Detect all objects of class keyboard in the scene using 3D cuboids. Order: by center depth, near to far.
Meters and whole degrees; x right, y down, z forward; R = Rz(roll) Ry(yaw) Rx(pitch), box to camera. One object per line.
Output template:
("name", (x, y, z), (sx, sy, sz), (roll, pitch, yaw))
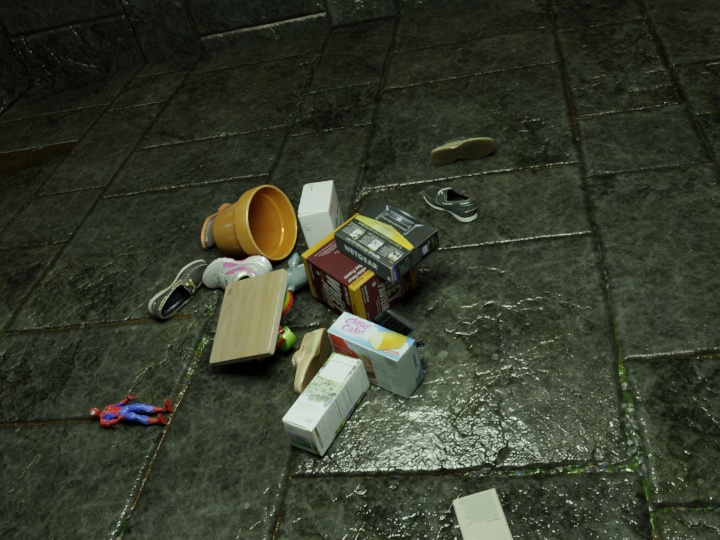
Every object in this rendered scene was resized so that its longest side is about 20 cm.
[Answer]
("keyboard", (0.079, 0.139, 1.533), (0.125, 0.200, 0.021), (30, 70, -3))

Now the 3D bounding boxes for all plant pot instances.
("plant pot", (-0.305, -0.117, 1.996), (0.180, 0.202, 0.202), (-9, 34, 36))

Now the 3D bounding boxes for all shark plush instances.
("shark plush", (-0.187, 0.034, 1.820), (0.197, 0.092, 0.083), (-28, 27, -9))

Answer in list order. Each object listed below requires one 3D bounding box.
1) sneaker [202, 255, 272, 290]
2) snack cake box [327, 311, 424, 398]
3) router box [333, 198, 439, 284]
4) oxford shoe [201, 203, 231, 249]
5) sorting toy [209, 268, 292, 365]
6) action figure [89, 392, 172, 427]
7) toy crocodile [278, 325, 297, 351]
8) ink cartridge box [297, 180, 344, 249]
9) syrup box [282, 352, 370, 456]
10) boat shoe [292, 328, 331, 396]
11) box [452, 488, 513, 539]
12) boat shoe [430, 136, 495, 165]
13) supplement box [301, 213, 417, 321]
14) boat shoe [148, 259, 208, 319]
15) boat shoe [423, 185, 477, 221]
("sneaker", (-0.333, 0.020, 1.906), (0.195, 0.082, 0.089), (-10, 41, 18))
("snack cake box", (0.031, 0.178, 1.534), (0.197, 0.117, 0.067), (19, 50, 37))
("router box", (0.059, -0.071, 1.664), (0.156, 0.053, 0.199), (-37, 48, -24))
("oxford shoe", (-0.407, -0.134, 2.142), (0.071, 0.072, 0.202), (6, 42, 20))
("sorting toy", (-0.241, 0.119, 1.669), (0.196, 0.069, 0.204), (-14, 56, 37))
("action figure", (-0.526, 0.319, 1.631), (0.195, 0.052, 0.066), (-7, 41, 17))
("toy crocodile", (-0.216, 0.136, 1.728), (0.067, 0.063, 0.199), (-30, 38, -19))
("ink cartridge box", (-0.091, -0.108, 1.873), (0.082, 0.203, 0.146), (-8, 37, 10))
("syrup box", (-0.067, 0.271, 1.482), (0.077, 0.083, 0.201), (9, 44, 33))
("boat shoe", (-0.116, 0.208, 1.599), (0.063, 0.073, 0.201), (-9, 29, 19))
("box", (0.211, 0.457, 1.149), (0.080, 0.069, 0.202), (-15, 37, 2))
("boat shoe", (0.304, -0.371, 2.164), (0.195, 0.074, 0.066), (-8, 42, 12))
("supplement box", (0.000, 0.000, 1.744), (0.196, 0.135, 0.198), (-37, 46, -25))
("boat shoe", (-0.473, 0.054, 1.928), (0.060, 0.072, 0.201), (21, 58, 43))
("boat shoe", (0.244, -0.200, 1.976), (0.071, 0.069, 0.199), (-33, 38, -20))
